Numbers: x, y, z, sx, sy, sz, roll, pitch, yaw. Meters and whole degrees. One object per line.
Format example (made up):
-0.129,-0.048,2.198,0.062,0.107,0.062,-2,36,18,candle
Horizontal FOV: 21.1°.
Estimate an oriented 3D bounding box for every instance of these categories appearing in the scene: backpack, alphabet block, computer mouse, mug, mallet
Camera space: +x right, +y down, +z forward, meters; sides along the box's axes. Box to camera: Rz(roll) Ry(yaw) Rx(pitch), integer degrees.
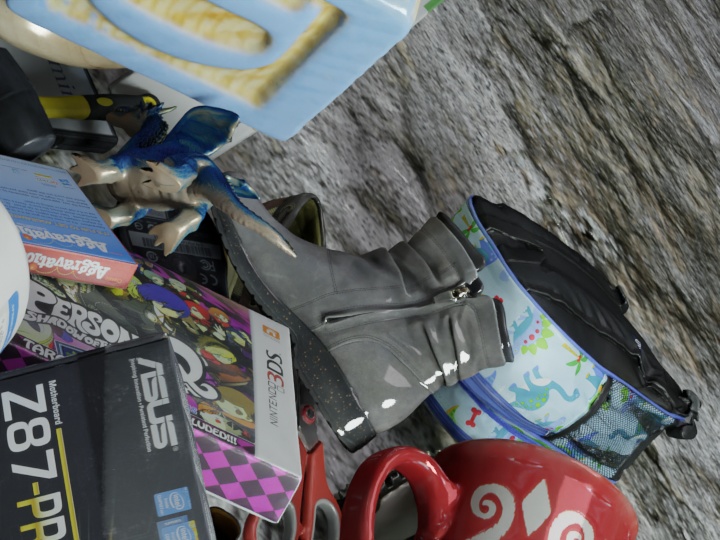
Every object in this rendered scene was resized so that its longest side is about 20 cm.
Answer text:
0.116,0.058,1.402,0.200,0.147,0.183,36,16,-39,backpack
-0.062,-0.224,1.074,0.194,0.196,0.201,25,65,-18,alphabet block
-0.133,0.034,1.139,0.140,0.046,0.201,4,50,-35,computer mouse
0.055,0.211,1.137,0.177,0.134,0.201,21,58,1,mug
-0.170,-0.091,1.177,0.200,0.041,0.066,4,57,-64,mallet

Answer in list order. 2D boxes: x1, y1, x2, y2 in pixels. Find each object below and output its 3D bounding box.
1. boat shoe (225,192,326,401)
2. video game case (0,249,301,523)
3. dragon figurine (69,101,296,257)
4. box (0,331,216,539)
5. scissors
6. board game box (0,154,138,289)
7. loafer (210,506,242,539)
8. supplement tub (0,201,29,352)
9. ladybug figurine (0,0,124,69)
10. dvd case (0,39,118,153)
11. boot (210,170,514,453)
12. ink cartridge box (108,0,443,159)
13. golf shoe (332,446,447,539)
-0.052,0.024,1.254,0.072,0.066,0.202,41,31,-35,boat shoe
-0.127,0.039,1.028,0.199,0.036,0.181,27,19,-14,video game case
-0.096,-0.058,1.108,0.099,0.199,0.059,-37,123,-41,dragon figurine
-0.143,0.139,0.867,0.049,0.160,0.201,82,-5,-57,box
-0.030,0.104,1.197,0.073,0.014,0.201,30,55,-31,scissors
-0.220,-0.039,1.000,0.199,0.020,0.103,12,24,-40,board game box
-0.089,0.159,1.031,0.200,0.072,0.073,40,31,-31,loafer
-0.237,0.039,0.813,0.132,0.132,0.200,50,36,-14,supplement tub
-0.179,-0.187,1.197,0.136,0.072,0.200,41,21,7,ladybug figurine
-0.238,-0.141,1.173,0.200,0.018,0.143,2,59,-60,dvd case
0.000,0.000,1.174,0.201,0.131,0.070,57,-2,14,boot
-0.052,-0.158,1.311,0.084,0.199,0.145,56,26,-7,ink cartridge box
0.052,0.166,1.273,0.200,0.077,0.089,5,63,-58,golf shoe
